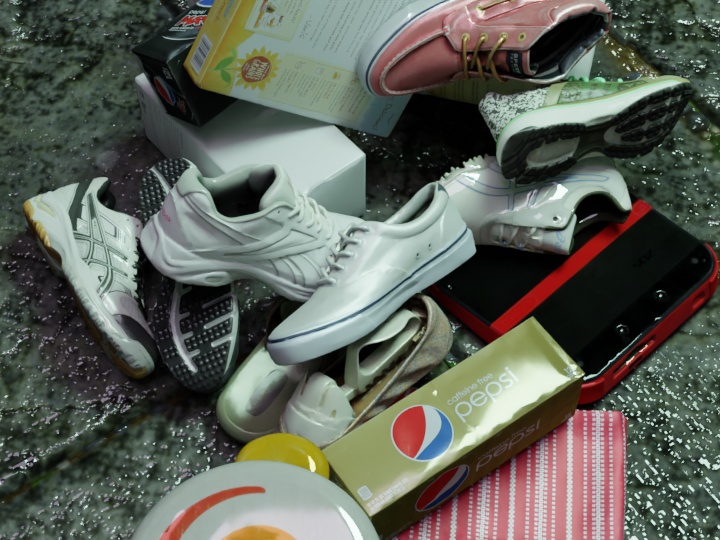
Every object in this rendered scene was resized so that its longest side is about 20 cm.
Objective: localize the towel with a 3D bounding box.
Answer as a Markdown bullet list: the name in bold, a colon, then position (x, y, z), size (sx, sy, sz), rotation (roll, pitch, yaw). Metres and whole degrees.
- **towel**: position (0.103, 0.159, 1.004), size (0.199, 0.023, 0.145), rotation (7, 57, 4)

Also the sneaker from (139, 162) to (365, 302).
- **sneaker**: position (-0.061, -0.035, 1.006), size (0.199, 0.100, 0.078), rotation (2, 45, -34)

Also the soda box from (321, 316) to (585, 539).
- **soda box**: position (0.069, 0.120, 0.976), size (0.200, 0.068, 0.064), rotation (-31, 61, -20)

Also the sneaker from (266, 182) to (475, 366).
- **sneaker**: position (0.000, 0.000, 1.003), size (0.200, 0.073, 0.071), rotation (-35, 106, -32)

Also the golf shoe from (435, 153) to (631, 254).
- **golf shoe**: position (0.133, -0.049, 1.092), size (0.199, 0.078, 0.097), rotation (-23, 59, -12)

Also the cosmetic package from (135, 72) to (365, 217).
- **cosmetic package**: position (-0.096, -0.109, 1.148), size (0.107, 0.085, 0.200), rotation (-33, 62, -20)

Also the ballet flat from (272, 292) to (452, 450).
- **ballet flat**: position (-0.010, 0.087, 1.001), size (0.068, 0.067, 0.200), rotation (30, 63, 33)

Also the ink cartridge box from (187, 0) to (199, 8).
- **ink cartridge box**: position (-0.060, -0.285, 1.229), size (0.200, 0.147, 0.083), rotation (-35, 59, -20)

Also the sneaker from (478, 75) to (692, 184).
- **sneaker**: position (0.184, -0.139, 1.083), size (0.199, 0.077, 0.089), rotation (-14, 53, -25)

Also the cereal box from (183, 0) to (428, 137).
- **cereal box**: position (-0.026, -0.193, 1.066), size (0.199, 0.144, 0.040), rotation (10, 31, -40)

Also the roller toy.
- **roller toy**: position (-0.067, 0.226, 0.880), size (0.200, 0.140, 0.182), rotation (-38, 65, -18)

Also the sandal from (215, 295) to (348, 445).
- **sandal**: position (-0.045, 0.051, 1.055), size (0.080, 0.057, 0.201), rotation (22, 59, 14)

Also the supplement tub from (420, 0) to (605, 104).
- **supplement tub**: position (0.114, -0.221, 1.188), size (0.199, 0.145, 0.145), rotation (12, 57, 8)

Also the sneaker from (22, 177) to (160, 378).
- **sneaker**: position (-0.202, -0.004, 1.082), size (0.087, 0.076, 0.200), rotation (-27, 60, -17)

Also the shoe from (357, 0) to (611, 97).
- **shoe**: position (0.099, -0.182, 1.057), size (0.200, 0.072, 0.091), rotation (-28, 48, -4)

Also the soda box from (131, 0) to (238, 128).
- **soda box**: position (-0.089, -0.208, 1.110), size (0.200, 0.071, 0.063), rotation (-40, 37, -20)

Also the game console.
- **game console**: position (0.183, 0.006, 1.108), size (0.200, 0.031, 0.177), rotation (-37, 58, -23)

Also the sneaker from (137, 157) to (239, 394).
- **sneaker**: position (-0.126, 0.007, 1.073), size (0.073, 0.080, 0.201), rotation (-16, 65, 14)
